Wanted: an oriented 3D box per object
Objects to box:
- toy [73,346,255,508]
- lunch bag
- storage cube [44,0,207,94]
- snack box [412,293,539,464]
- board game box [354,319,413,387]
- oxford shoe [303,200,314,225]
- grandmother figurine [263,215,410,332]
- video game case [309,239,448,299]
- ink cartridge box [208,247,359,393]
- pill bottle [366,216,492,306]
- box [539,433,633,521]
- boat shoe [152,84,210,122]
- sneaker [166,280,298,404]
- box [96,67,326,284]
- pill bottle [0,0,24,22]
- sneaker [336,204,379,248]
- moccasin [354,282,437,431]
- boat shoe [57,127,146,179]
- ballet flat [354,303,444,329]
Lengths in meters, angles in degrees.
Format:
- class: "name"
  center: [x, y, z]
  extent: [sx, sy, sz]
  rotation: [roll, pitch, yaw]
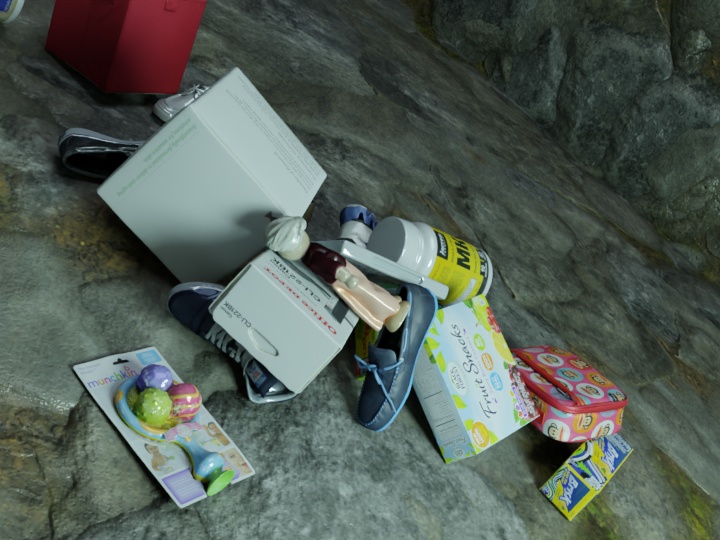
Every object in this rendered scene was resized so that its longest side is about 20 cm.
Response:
- class: "toy"
  center: [-0.202, 0.150, 0.834]
  extent: [0.200, 0.047, 0.115]
  rotation: [47, 28, 20]
- class: "lunch bag"
  center: [0.306, 0.197, 1.253]
  extent: [0.175, 0.083, 0.200]
  rotation: [-2, 22, -27]
- class: "storage cube"
  center: [-0.401, -0.422, 1.336]
  extent: [0.170, 0.181, 0.200]
  rotation: [34, 24, 20]
- class: "snack box"
  center: [0.152, 0.151, 1.123]
  extent: [0.168, 0.068, 0.202]
  rotation: [-14, 76, -45]
- class: "board game box"
  center: [0.083, 0.120, 1.164]
  extent: [0.199, 0.047, 0.103]
  rotation: [14, 62, -36]
- class: "oxford shoe"
  center: [-0.118, -0.151, 1.368]
  extent: [0.072, 0.085, 0.201]
  rotation: [13, 34, -34]
- class: "grandmother figurine"
  center: [-0.031, 0.002, 0.943]
  extent: [0.199, 0.061, 0.121]
  rotation: [36, -10, -18]
- class: "video game case"
  center: [0.000, 0.000, 1.122]
  extent: [0.181, 0.024, 0.199]
  rotation: [23, -11, -28]
- class: "ink cartridge box"
  center: [-0.081, 0.044, 0.961]
  extent: [0.144, 0.084, 0.200]
  rotation: [43, 17, -2]
- class: "pill bottle"
  center: [0.111, -0.011, 1.264]
  extent: [0.199, 0.115, 0.115]
  rotation: [20, 31, -38]
- class: "box"
  center: [0.352, 0.306, 1.200]
  extent: [0.064, 0.070, 0.199]
  rotation: [44, 28, 21]
- class: "boat shoe"
  center: [-0.296, -0.307, 1.421]
  extent: [0.072, 0.069, 0.199]
  rotation: [44, 28, 16]
- class: "sneaker"
  center: [-0.151, 0.091, 0.961]
  extent: [0.199, 0.070, 0.109]
  rotation: [29, 26, -20]
- class: "box"
  center: [-0.192, -0.116, 1.038]
  extent: [0.200, 0.198, 0.172]
  rotation: [49, 29, -16]
- class: "pill bottle"
  center: [-0.645, -0.470, 1.222]
  extent: [0.199, 0.120, 0.120]
  rotation: [-2, 45, -50]
- class: "sneaker"
  center: [0.022, -0.006, 1.317]
  extent: [0.199, 0.080, 0.116]
  rotation: [42, 48, -20]
- class: "moccasin"
  center: [0.033, 0.109, 1.030]
  extent: [0.080, 0.202, 0.068]
  rotation: [10, -12, 45]
- class: "boat shoe"
  center: [-0.334, -0.155, 1.131]
  extent: [0.198, 0.074, 0.068]
  rotation: [14, 30, -36]
- class: "ballet flat"
  center: [0.056, 0.073, 1.233]
  extent: [0.198, 0.073, 0.073]
  rotation: [6, 39, -36]
